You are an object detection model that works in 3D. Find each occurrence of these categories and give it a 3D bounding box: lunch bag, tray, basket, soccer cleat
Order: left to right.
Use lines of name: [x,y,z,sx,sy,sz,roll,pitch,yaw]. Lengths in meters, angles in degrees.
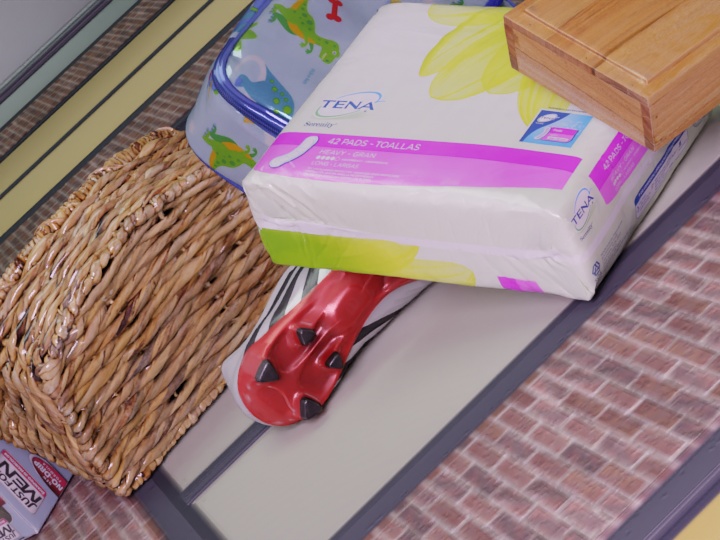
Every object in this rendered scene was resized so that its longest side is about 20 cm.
basket: [-0.152,0.007,1.378,0.148,0.143,0.200,19,59,44]
soccer cleat: [0.000,0.000,1.250,0.200,0.069,0.085,-49,21,-9]
lunch bag: [0.006,-0.110,1.351,0.200,0.160,0.083,-56,-1,-42]
tray: [0.174,-0.142,1.107,0.199,0.037,0.098,-36,47,-22]

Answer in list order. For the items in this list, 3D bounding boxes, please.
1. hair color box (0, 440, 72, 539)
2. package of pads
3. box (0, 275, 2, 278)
hair color box: [-0.223,0.107,1.512,0.099,0.061,0.200,-31,19,32]
package of pads: [0.059,-0.066,1.153,0.199,0.068,0.155,7,46,36]
box: [-0.339,0.032,1.731,0.128,0.200,0.109,-47,16,-19]
